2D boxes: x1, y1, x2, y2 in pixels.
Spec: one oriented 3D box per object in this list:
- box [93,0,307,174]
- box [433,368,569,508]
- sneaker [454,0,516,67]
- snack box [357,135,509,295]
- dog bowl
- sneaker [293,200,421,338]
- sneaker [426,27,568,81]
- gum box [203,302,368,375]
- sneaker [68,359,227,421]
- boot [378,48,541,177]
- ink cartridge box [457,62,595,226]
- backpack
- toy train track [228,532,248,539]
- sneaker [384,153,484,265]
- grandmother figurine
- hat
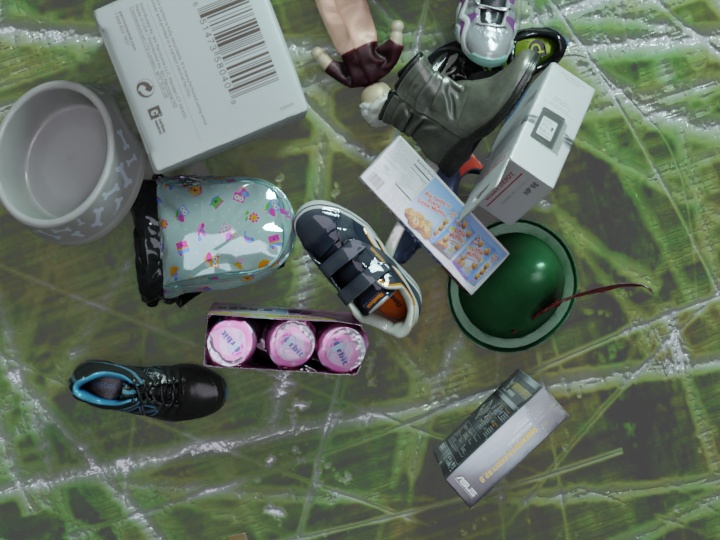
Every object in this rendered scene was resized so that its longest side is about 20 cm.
[{"bbox_3d":[-0.184,-0.242,1.512,0.197,0.171,0.202,-22,96,-1],"label":"box"},{"bbox_3d":[0.166,0.200,1.557,0.158,0.200,0.048,-43,92,0],"label":"box"},{"bbox_3d":[0.156,-0.354,1.503,0.076,0.140,0.203,2,62,-4],"label":"sneaker"},{"bbox_3d":[0.090,-0.066,1.548,0.072,0.024,0.200,-45,99,-6],"label":"snack box"},{"bbox_3d":[-0.354,-0.134,1.524,0.197,0.059,0.204,-4,80,22],"label":"dog bowl"},{"bbox_3d":[0.000,0.000,1.525,0.199,0.080,0.078,40,115,-18],"label":"sneaker"},{"bbox_3d":[0.162,-0.260,1.577,0.196,0.083,0.072,-16,96,-2],"label":"sneaker"},{"bbox_3d":[-0.090,0.085,1.574,0.196,0.114,0.067,4,95,-4],"label":"gum box"},{"bbox_3d":[-0.264,0.154,1.585,0.196,0.082,0.075,3,93,-5],"label":"sneaker"},{"bbox_3d":[0.110,-0.211,1.496,0.130,0.068,0.200,40,126,-3],"label":"boot"},{"bbox_3d":[0.199,-0.136,1.531,0.066,0.116,0.202,31,61,-7],"label":"ink cartridge box"},{"bbox_3d":[-0.177,-0.042,1.553,0.196,0.127,0.170,-5,92,-6],"label":"backpack"},{"bbox_3d":[-0.184,0.394,1.638,0.197,0.033,0.117,-13,102,3],"label":"toy train track"},{"bbox_3d":[0.090,-0.062,1.592,0.084,0.075,0.202,27,93,-2],"label":"sneaker"},{"bbox_3d":[0.001,-0.276,1.582,0.120,0.060,0.203,-15,99,26],"label":"grandmother figurine"},{"bbox_3d":[0.209,0.019,1.555,0.199,0.176,0.166,-40,96,0],"label":"hat"}]
